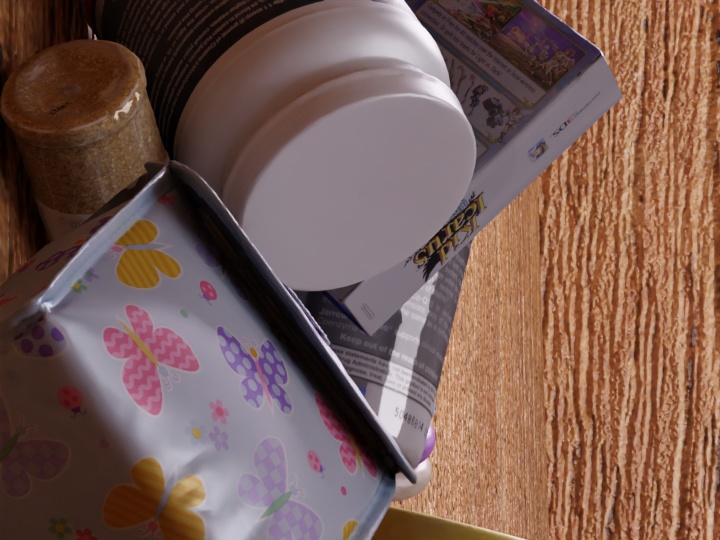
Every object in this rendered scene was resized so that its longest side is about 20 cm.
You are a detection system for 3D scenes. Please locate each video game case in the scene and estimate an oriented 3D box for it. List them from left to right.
[{"bbox_3d":[0.006,-0.090,1.255,0.200,0.181,0.045,43,-4,37],"label":"video game case"}]

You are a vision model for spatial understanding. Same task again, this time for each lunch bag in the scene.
[{"bbox_3d":[-0.071,0.054,0.955,0.170,0.127,0.200,55,28,-7],"label":"lunch bag"}]

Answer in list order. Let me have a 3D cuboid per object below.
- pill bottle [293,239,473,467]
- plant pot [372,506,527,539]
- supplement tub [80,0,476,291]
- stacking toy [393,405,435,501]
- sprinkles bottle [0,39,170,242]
[{"bbox_3d":[0.000,0.000,1.309,0.114,0.113,0.201,59,43,-69],"label":"pill bottle"},{"bbox_3d":[0.046,0.266,1.617,0.201,0.200,0.189,45,58,-75],"label":"plant pot"},{"bbox_3d":[-0.042,-0.102,1.168,0.200,0.140,0.141,59,-9,37],"label":"supplement tub"},{"bbox_3d":[0.019,0.033,1.434,0.085,0.085,0.201,-64,166,-70],"label":"stacking toy"},{"bbox_3d":[-0.112,-0.013,1.133,0.068,0.068,0.200,-83,165,-45],"label":"sprinkles bottle"}]
